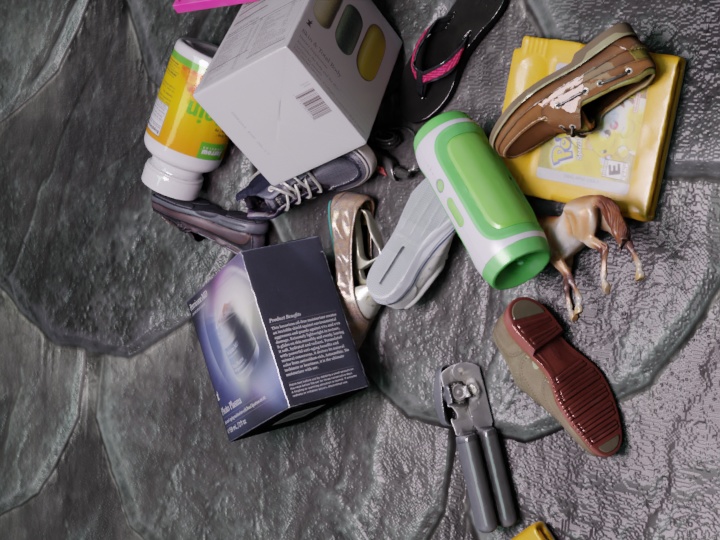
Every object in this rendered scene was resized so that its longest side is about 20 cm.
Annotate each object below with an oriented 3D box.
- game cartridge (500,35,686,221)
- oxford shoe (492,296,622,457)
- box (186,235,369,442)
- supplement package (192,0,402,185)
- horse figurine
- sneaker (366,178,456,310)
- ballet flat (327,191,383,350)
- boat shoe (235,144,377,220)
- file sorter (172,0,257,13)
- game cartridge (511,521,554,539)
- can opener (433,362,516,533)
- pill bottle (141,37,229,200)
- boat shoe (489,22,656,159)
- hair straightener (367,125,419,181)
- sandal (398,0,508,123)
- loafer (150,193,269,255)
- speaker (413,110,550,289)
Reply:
[{"bbox_3d":[0.246,-0.160,1.293,0.199,0.032,0.178,15,101,33],"label":"game cartridge"},{"bbox_3d":[0.220,0.127,1.316,0.201,0.070,0.075,59,148,17],"label":"oxford shoe"},{"bbox_3d":[-0.111,0.089,1.469,0.200,0.123,0.200,-37,68,56],"label":"box"},{"bbox_3d":[-0.069,-0.240,1.386,0.150,0.201,0.152,-20,125,34],"label":"supplement package"},{"bbox_3d":[0.238,-0.028,1.269,0.200,0.050,0.133,-46,60,60],"label":"horse figurine"},{"bbox_3d":[0.081,-0.042,1.398,0.073,0.071,0.200,39,92,32],"label":"sneaker"},{"bbox_3d":[0.000,0.000,1.459,0.067,0.068,0.202,-7,90,28],"label":"ballet flat"},{"bbox_3d":[-0.071,-0.108,1.466,0.199,0.093,0.075,-9,124,48],"label":"boat shoe"},{"bbox_3d":[-0.168,-0.443,1.462,0.138,0.126,0.201,1,52,36],"label":"file sorter"},{"bbox_3d":[0.183,0.417,1.354,0.200,0.032,0.177,-43,68,28],"label":"game cartridge"},{"bbox_3d":[0.133,0.208,1.390,0.067,0.053,0.201,153,105,-67],"label":"can opener"},{"bbox_3d":[-0.227,-0.202,1.584,0.111,0.111,0.201,33,111,30],"label":"pill bottle"},{"bbox_3d":[0.223,-0.175,1.248,0.200,0.072,0.068,-41,67,31],"label":"boat shoe"},{"bbox_3d":[-0.002,-0.168,1.465,0.199,0.041,0.077,25,106,34],"label":"hair straightener"},{"bbox_3d":[0.098,-0.265,1.386,0.075,0.045,0.200,46,117,25],"label":"sandal"},{"bbox_3d":[-0.214,-0.059,1.609,0.199,0.072,0.063,17,106,31],"label":"loafer"},{"bbox_3d":[0.133,-0.080,1.302,0.088,0.088,0.201,-43,59,29],"label":"speaker"}]
